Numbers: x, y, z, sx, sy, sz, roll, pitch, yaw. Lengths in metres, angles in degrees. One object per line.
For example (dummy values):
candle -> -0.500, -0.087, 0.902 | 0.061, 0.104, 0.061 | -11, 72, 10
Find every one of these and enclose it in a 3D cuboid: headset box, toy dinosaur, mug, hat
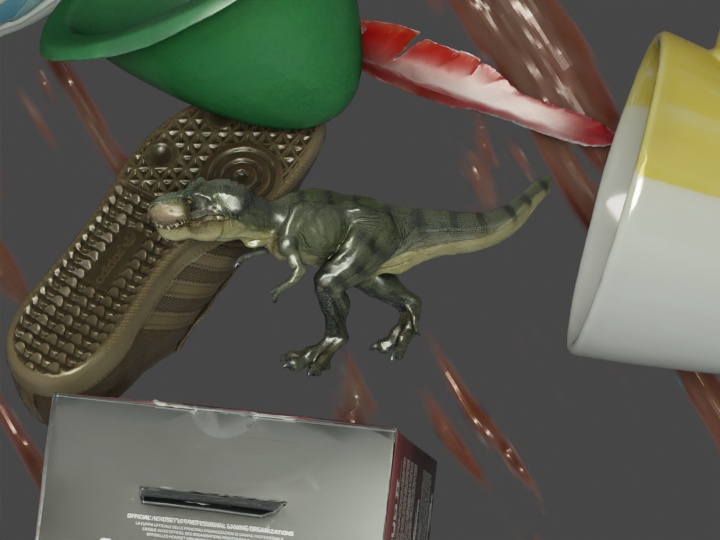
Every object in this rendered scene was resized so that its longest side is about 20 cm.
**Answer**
headset box -> -0.051, 0.103, 1.085 | 0.148, 0.200, 0.077 | 5, 83, 7
toy dinosaur -> 0.000, 0.000, 1.143 | 0.200, 0.047, 0.088 | -1, 105, -26
mug -> 0.188, -0.027, 1.091 | 0.153, 0.187, 0.150 | 16, 46, 1
hat -> -0.028, -0.078, 1.167 | 0.166, 0.200, 0.176 | -49, 119, -38

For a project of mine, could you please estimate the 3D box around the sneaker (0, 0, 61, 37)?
sneaker -> -0.232, -0.130, 1.171 | 0.200, 0.131, 0.080 | -32, 82, 3

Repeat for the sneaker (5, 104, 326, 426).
sneaker -> -0.094, -0.007, 1.177 | 0.070, 0.076, 0.200 | 37, 67, 19
